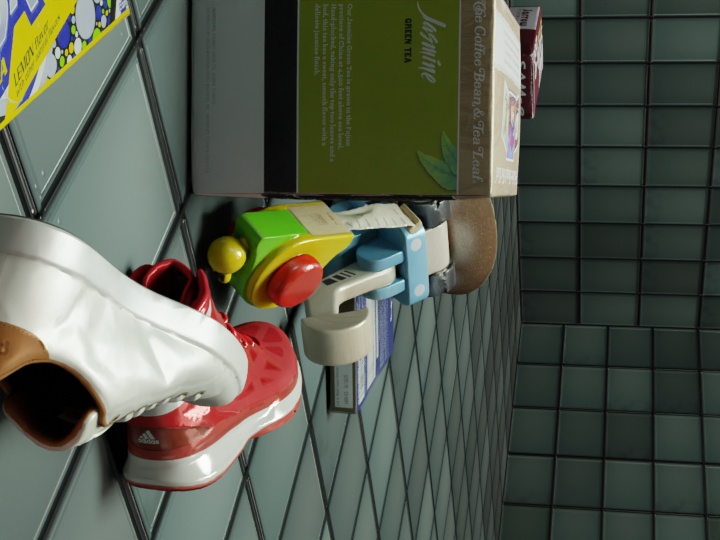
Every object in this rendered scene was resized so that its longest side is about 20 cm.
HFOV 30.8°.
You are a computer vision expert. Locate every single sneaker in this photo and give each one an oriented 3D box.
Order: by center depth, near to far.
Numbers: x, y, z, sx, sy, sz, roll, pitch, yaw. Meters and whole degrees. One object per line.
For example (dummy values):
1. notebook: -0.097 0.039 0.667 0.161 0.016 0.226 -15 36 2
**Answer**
1. sneaker: -0.121 0.047 0.601 0.200 0.073 0.085 38 58 -58
2. sneaker: -0.083 0.040 0.778 0.200 0.078 0.116 -61 152 -69

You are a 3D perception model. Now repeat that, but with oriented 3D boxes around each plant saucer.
1. plant saucer: 0.051 -0.061 1.281 0.037 0.200 0.201 -27 127 -32

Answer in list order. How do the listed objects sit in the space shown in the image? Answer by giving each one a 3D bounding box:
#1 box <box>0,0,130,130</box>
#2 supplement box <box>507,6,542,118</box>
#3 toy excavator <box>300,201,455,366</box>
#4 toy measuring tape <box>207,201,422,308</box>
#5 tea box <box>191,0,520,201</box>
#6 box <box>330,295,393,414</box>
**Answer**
1. box: -0.147 -0.093 0.461 0.200 0.064 0.070 -70 159 -60
2. supplement box: 0.050 -0.175 1.102 0.109 0.200 0.061 -72 160 -56
3. toy excavator: 0.000 0.000 1.162 0.194 0.200 0.100 36 -39 46
4. toy measuring tape: -0.036 -0.012 0.929 0.200 0.074 0.074 -8 101 -50
5. tea box: 0.006 -0.115 0.899 0.200 0.197 0.134 -18 109 -79
6. box: 0.003 0.055 1.327 0.200 0.032 0.121 -47 138 -71
